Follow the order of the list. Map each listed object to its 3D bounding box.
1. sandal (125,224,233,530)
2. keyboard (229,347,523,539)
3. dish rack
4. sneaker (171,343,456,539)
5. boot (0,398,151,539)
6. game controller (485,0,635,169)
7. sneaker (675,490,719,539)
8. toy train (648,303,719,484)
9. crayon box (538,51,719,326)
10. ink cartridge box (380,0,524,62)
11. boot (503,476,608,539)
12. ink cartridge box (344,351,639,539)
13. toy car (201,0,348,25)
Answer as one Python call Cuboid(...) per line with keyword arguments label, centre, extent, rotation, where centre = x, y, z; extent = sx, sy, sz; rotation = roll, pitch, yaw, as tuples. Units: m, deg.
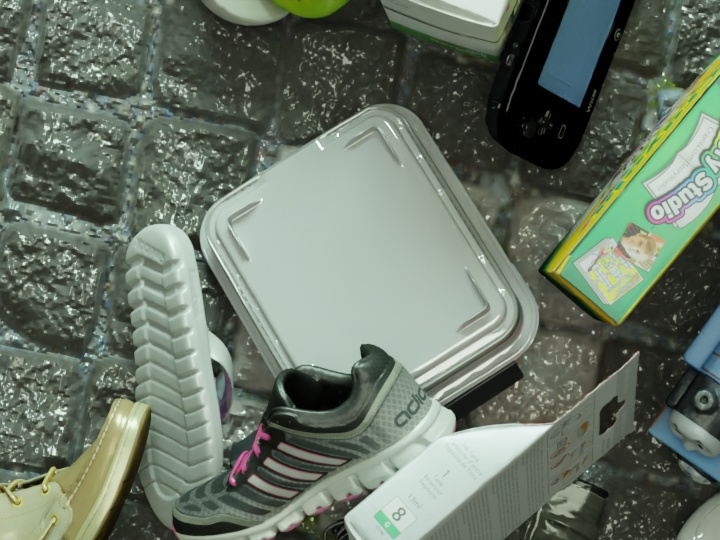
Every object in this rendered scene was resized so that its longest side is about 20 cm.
Cuboid(label="sandal", centre=(-0.109, 0.070, 1.615), extent=(0.050, 0.082, 0.203), rotation=(-9, 99, -41))
Cuboid(label="keyboard", centre=(0.014, 0.109, 1.596), extent=(0.200, 0.021, 0.127), rotation=(-33, 52, 2))
Cuboid(label="dish rack", centre=(0.000, 0.000, 1.593), extent=(0.171, 0.044, 0.200), rotation=(-32, 72, 2))
Cuboid(label="sneaker", centre=(-0.042, 0.105, 1.532), extent=(0.200, 0.074, 0.088), rotation=(-26, 105, 24))
Cuboid(label="boot", centre=(-0.237, 0.144, 1.607), extent=(0.155, 0.073, 0.200), rotation=(30, 104, 3))
Cuboid(label="game controller", centre=(0.140, -0.165, 1.588), extent=(0.042, 0.104, 0.201), rotation=(22, 91, 41))
Cuboid(label="sneaker", centre=(0.296, 0.148, 1.576), extent=(0.199, 0.100, 0.075), rotation=(-16, 71, -1))
Cuboid(label="toy train", centre=(0.260, 0.045, 1.565), extent=(0.087, 0.114, 0.200), rotation=(36, 89, 25))
Cuboid(label="crayon box", centre=(0.197, -0.059, 1.547), extent=(0.058, 0.173, 0.200), rotation=(40, 91, 2))
Cuboid(label="ink cartridge box", centre=(0.074, -0.217, 1.538), extent=(0.084, 0.200, 0.146), rotation=(21, 91, 4))
Cuboid(label="boot", centre=(0.062, 0.194, 1.614), extent=(0.199, 0.068, 0.131), rotation=(0, 78, 1))
Cuboid(label="ink cartridge box", centre=(0.082, 0.124, 1.522), extent=(0.200, 0.161, 0.050), rotation=(-41, 72, -10))
Cuboid(label="toy car", centre=(-0.041, -0.263, 1.581), extent=(0.150, 0.175, 0.200), rotation=(-26, 88, -35))
